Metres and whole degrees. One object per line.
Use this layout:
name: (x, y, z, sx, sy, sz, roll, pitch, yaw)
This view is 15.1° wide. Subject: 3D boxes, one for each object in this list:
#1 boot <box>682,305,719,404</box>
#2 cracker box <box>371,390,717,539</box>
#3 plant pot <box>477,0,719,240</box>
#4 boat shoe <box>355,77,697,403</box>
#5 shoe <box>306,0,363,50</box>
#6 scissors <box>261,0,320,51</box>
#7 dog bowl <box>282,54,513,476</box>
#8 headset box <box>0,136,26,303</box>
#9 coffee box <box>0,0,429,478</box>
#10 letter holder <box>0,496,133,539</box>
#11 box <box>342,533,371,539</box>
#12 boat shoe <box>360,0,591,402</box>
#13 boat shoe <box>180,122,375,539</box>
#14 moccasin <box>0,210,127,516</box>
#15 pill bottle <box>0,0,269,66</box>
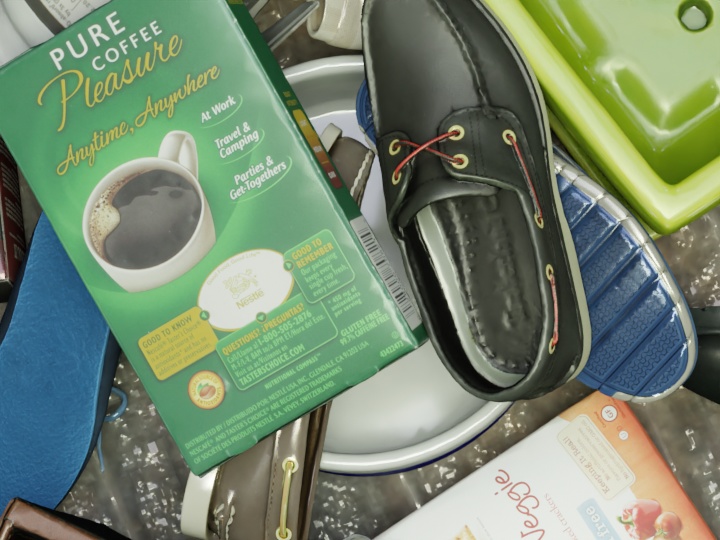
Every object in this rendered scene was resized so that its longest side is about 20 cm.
boot: (0.231, 0.107, 1.308, 0.197, 0.073, 0.164, 8, 80, -2)
cracker box: (0.076, 0.165, 1.314, 0.199, 0.058, 0.134, -34, 82, -1)
plant pot: (0.156, -0.138, 1.289, 0.199, 0.182, 0.200, -36, 82, -3)
boat shoe: (0.085, -0.025, 1.247, 0.072, 0.072, 0.200, -42, 83, 14)
shoe: (-0.006, -0.202, 1.295, 0.053, 0.070, 0.202, -3, 82, -19)
scissors: (-0.085, -0.073, 1.309, 0.014, 0.199, 0.074, 24, 64, -35)
dog bowl: (0.000, 0.000, 1.329, 0.198, 0.079, 0.202, 0, 83, 3)
headset box: (-0.248, -0.057, 1.349, 0.147, 0.075, 0.202, -8, 82, 1)
coffee box: (-0.068, -0.026, 1.191, 0.123, 0.044, 0.201, -31, 90, 14)
letter holder: (-0.125, 0.195, 1.244, 0.100, 0.200, 0.143, 24, 84, 9)
box: (-0.024, 0.242, 1.226, 0.109, 0.128, 0.201, 32, 114, 20)
boat shoe: (0.046, -0.041, 1.187, 0.073, 0.063, 0.203, -19, 88, 24)
boat shoe: (-0.025, 0.034, 1.250, 0.059, 0.072, 0.201, 18, 88, 8)
moccasin: (-0.141, 0.042, 1.323, 0.080, 0.068, 0.201, 29, 112, 4)
pill bottle: (-0.098, -0.148, 1.259, 0.116, 0.116, 0.200, 48, 114, 8)
